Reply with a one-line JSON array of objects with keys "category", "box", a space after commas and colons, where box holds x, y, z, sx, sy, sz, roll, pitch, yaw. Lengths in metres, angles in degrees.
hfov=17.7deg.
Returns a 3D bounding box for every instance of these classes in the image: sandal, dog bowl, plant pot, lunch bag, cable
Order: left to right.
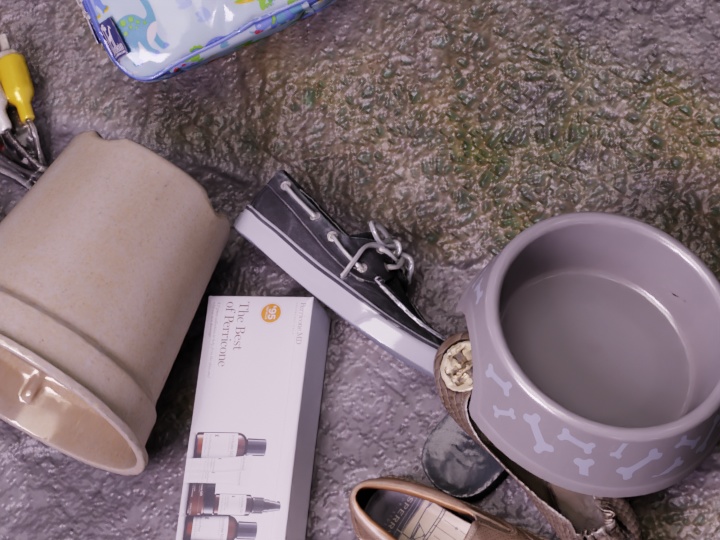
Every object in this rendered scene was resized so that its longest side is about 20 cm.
[{"category": "cable", "box": [-0.258, -0.084, 1.744, 0.097, 0.050, 0.200, -37, 64, -2]}, {"category": "plant pot", "box": [-0.190, 0.013, 1.621, 0.200, 0.201, 0.184, 23, 68, 22]}, {"category": "lunch bag", "box": [-0.120, -0.242, 1.725, 0.199, 0.082, 0.162, -23, 90, 4]}, {"category": "sandal", "box": [0.117, 0.071, 1.585, 0.075, 0.048, 0.201, 32, 80, 23]}, {"category": "dog bowl", "box": [0.161, 0.048, 1.530, 0.199, 0.059, 0.201, 6, 56, -9]}]

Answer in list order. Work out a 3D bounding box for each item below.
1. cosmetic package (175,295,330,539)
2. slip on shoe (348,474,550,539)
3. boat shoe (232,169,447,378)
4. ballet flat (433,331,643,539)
[{"category": "cosmetic package", "box": [-0.075, 0.119, 1.617, 0.082, 0.051, 0.201, 1, 69, 14]}, {"category": "slip on shoe", "box": [0.079, 0.193, 1.541, 0.199, 0.061, 0.076, 30, 79, 23]}, {"category": "boat shoe", "box": [0.001, 0.001, 1.630, 0.199, 0.074, 0.068, 38, 90, 29]}, {"category": "ballet flat", "box": [0.117, 0.119, 1.532, 0.067, 0.046, 0.200, -39, 72, 6]}]
